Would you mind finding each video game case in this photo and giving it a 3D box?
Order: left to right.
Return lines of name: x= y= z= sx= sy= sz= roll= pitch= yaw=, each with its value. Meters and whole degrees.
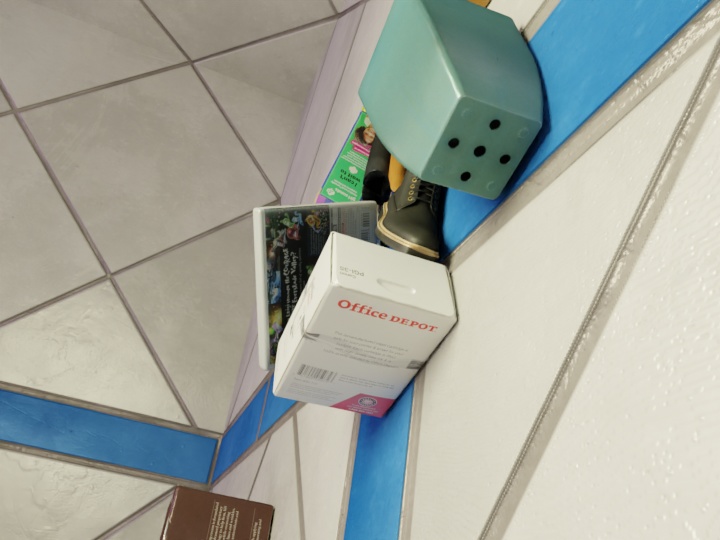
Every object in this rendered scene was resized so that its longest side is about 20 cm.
video game case: x=-0.053 y=0.015 z=0.796 sx=0.023 sy=0.180 sz=0.204 roll=13 pitch=107 yaw=52

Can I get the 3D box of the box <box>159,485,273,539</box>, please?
box: x=-0.291 y=0.542 z=1.182 sx=0.165 sy=0.197 sz=0.168 roll=122 pitch=160 yaw=-48

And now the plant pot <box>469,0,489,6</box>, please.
plant pot: x=0.104 y=-0.472 z=0.830 sx=0.200 sy=0.180 sz=0.203 roll=-163 pitch=90 yaw=-76

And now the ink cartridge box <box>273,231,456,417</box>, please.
ink cartridge box: x=-0.001 y=0.069 z=0.688 sx=0.084 sy=0.144 sz=0.201 roll=-92 pitch=24 yaw=-46

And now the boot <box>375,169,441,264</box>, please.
boot: x=0.076 y=-0.099 z=0.746 sx=0.140 sy=0.076 sz=0.200 roll=-64 pitch=17 yaw=16

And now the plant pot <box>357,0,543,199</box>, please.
plant pot: x=0.095 y=-0.174 z=0.625 sx=0.202 sy=0.139 sz=0.142 roll=-100 pitch=29 yaw=-46

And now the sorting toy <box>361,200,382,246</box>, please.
sorting toy: x=0.000 y=0.000 z=1.017 sx=0.202 sy=0.036 sz=0.187 roll=-96 pitch=26 yaw=-48

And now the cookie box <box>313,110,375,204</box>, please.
cookie box: x=-0.026 y=-0.155 z=1.107 sx=0.171 sy=0.074 sz=0.202 roll=124 pitch=170 yaw=-61

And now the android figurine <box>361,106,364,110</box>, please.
android figurine: x=0.027 y=-0.310 z=1.254 sx=0.182 sy=0.040 sz=0.203 roll=-142 pitch=71 yaw=-75

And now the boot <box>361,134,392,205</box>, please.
boot: x=0.039 y=-0.226 z=0.947 sx=0.166 sy=0.065 sz=0.203 roll=71 pitch=-147 yaw=-59

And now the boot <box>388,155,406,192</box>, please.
boot: x=0.076 y=-0.213 z=0.896 sx=0.202 sy=0.070 sz=0.146 roll=-64 pitch=-17 yaw=-51
